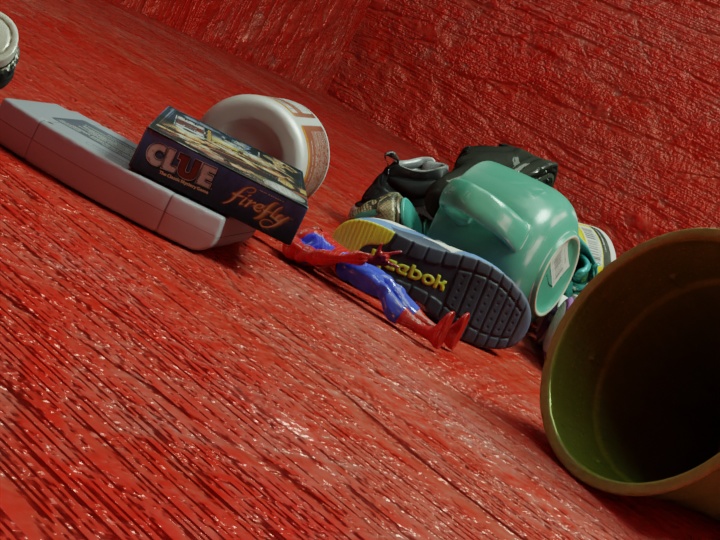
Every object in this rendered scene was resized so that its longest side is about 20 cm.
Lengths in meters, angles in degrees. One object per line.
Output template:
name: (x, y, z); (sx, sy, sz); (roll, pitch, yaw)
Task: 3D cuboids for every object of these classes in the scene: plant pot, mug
plant pot: (0.264, 0.104, 0.912); (0.190, 0.200, 0.200); (37, 2, -35)
mug: (0.138, -0.015, 1.235); (0.114, 0.153, 0.185); (27, 23, 25)

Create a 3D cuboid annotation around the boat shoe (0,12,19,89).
boat shoe: (-0.372, -0.189, 1.003); (0.199, 0.074, 0.060); (9, -28, -13)

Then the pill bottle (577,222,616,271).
pill bottle: (0.186, -0.015, 1.454); (0.199, 0.115, 0.114); (13, 15, -31)

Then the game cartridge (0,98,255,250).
game cartridge: (-0.185, -0.075, 0.995); (0.199, 0.042, 0.133); (29, 13, 8)

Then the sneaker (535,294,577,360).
sneaker: (0.232, 0.070, 1.263); (0.099, 0.075, 0.200); (26, 9, 1)

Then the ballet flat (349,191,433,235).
ballet flat: (0.043, -0.028, 1.287); (0.075, 0.068, 0.200); (-7, -19, 23)

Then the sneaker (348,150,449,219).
sneaker: (0.092, -0.065, 1.493); (0.199, 0.114, 0.075); (24, 10, -22)

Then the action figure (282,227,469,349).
action figure: (0.000, 0.000, 1.084); (0.199, 0.052, 0.065); (28, 12, 22)

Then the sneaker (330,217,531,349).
sneaker: (0.066, 0.005, 1.164); (0.199, 0.074, 0.082); (28, 7, -3)

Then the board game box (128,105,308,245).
board game box: (-0.111, -0.082, 1.032); (0.135, 0.035, 0.200); (26, 9, -9)

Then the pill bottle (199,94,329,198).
pill bottle: (-0.090, -0.113, 1.240); (0.112, 0.113, 0.200); (28, 9, 4)

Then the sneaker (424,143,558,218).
sneaker: (0.126, -0.093, 1.365); (0.091, 0.076, 0.199); (36, 31, 30)

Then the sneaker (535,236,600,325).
sneaker: (0.222, 0.012, 1.365); (0.079, 0.077, 0.201); (15, -38, 54)
